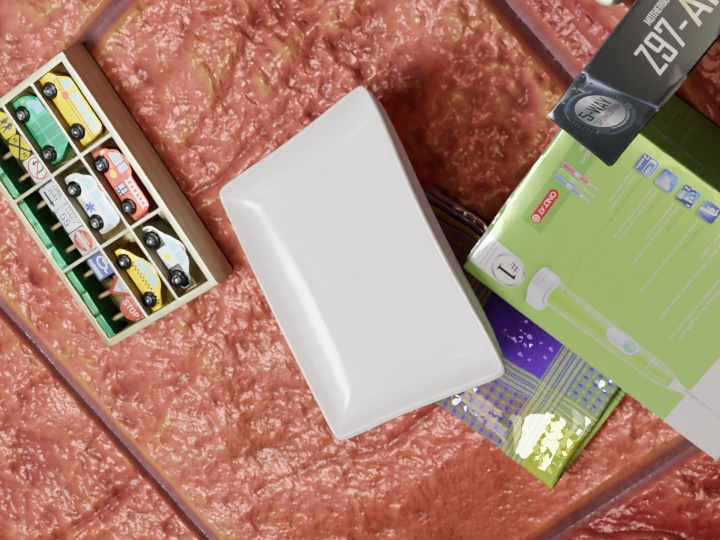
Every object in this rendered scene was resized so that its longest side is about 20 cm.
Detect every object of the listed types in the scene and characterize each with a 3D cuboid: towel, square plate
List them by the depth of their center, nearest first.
[{"bbox_3d":[0.000,0.000,1.023,0.198,0.028,0.201,-29,86,52],"label":"square plate"},{"bbox_3d":[0.085,0.047,1.051,0.199,0.023,0.144,36,122,7],"label":"towel"}]

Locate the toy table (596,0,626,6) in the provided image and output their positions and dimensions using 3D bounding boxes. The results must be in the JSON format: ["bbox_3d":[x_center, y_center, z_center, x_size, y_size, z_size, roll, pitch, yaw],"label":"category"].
[{"bbox_3d":[0.123,-0.252,0.813,0.117,0.183,0.201,34,137,26],"label":"toy table"}]

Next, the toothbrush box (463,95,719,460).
[{"bbox_3d":[0.188,-0.008,0.938,0.199,0.086,0.146,37,123,6],"label":"toothbrush box"}]

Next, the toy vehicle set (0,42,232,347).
[{"bbox_3d":[-0.197,-0.053,1.136,0.124,0.027,0.201,-29,98,33],"label":"toy vehicle set"}]

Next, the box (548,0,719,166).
[{"bbox_3d":[0.185,-0.156,0.803,0.043,0.200,0.161,38,124,3],"label":"box"}]
